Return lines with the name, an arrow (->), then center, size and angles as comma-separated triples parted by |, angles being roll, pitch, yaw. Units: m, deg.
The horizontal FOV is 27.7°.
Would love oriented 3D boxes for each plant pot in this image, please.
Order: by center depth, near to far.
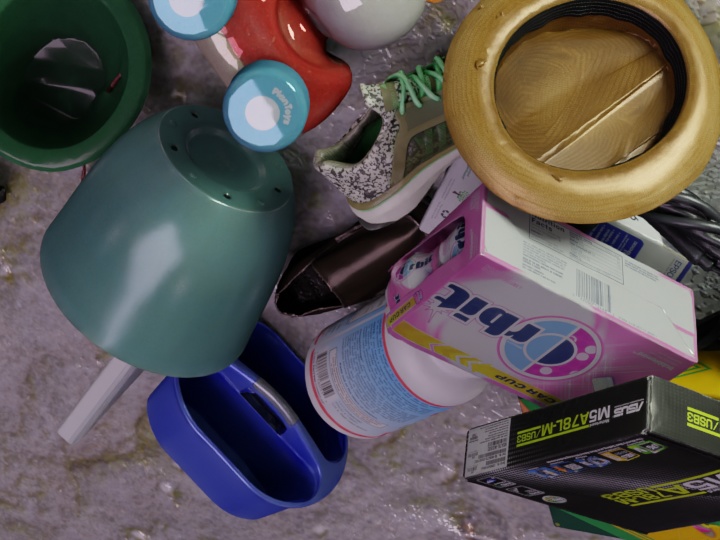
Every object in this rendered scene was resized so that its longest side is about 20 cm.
plant pot -> -0.147, -0.039, 1.227 | 0.200, 0.201, 0.161 | 37, 124, 2

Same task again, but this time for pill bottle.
pill bottle -> 0.046, 0.069, 1.221 | 0.109, 0.109, 0.199 | 49, 143, -9

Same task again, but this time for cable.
cable -> 0.209, -0.004, 1.077 | 0.198, 0.051, 0.165 | 5, 126, 27

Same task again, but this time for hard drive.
hard drive -> -0.210, 0.075, 1.390 | 0.027, 0.132, 0.200 | 41, 135, -2

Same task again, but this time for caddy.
caddy -> -0.101, 0.136, 1.362 | 0.200, 0.142, 0.105 | 47, 139, -8

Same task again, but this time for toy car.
toy car -> -0.028, -0.213, 1.065 | 0.199, 0.185, 0.178 | -30, 105, 13

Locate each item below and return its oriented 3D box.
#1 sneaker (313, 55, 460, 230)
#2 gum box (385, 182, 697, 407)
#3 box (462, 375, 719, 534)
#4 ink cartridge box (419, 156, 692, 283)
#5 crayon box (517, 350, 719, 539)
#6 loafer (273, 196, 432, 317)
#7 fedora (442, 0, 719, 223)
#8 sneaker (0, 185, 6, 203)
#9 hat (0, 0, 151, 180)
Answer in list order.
sneaker -> 0.042, -0.119, 1.068 | 0.088, 0.077, 0.200 | 28, 111, -41
gum box -> 0.123, 0.028, 1.022 | 0.199, 0.067, 0.113 | 26, 137, -22
box -> 0.207, 0.139, 1.051 | 0.192, 0.048, 0.199 | 23, 153, -29
ink cartridge box -> 0.153, -0.030, 1.134 | 0.199, 0.039, 0.100 | 28, 134, 0
crayon box -> 0.228, 0.142, 1.194 | 0.171, 0.058, 0.201 | 7, 135, 29
loafer -> 0.000, 0.000, 1.241 | 0.199, 0.071, 0.073 | -30, 105, 43
fedora -> 0.148, -0.114, 1.004 | 0.200, 0.201, 0.082 | 35, 163, 4
sneaker -> -0.391, -0.123, 1.394 | 0.118, 0.074, 0.201 | 33, 144, 16
hat -> -0.260, -0.169, 1.319 | 0.165, 0.176, 0.200 | 41, 97, 1
